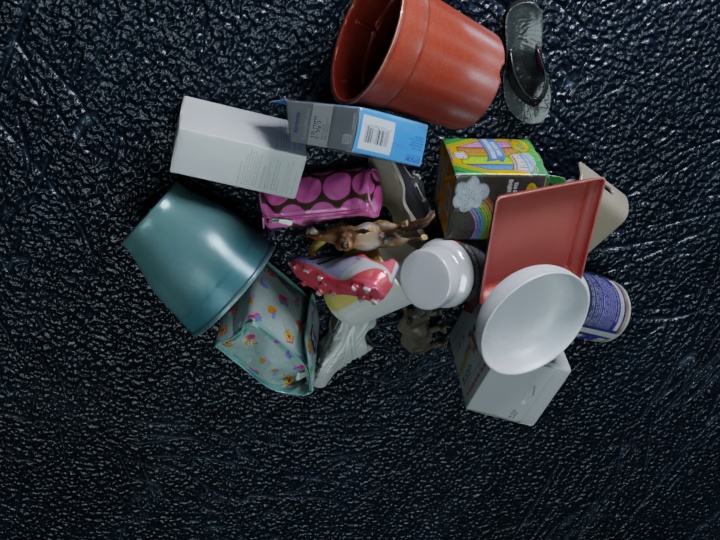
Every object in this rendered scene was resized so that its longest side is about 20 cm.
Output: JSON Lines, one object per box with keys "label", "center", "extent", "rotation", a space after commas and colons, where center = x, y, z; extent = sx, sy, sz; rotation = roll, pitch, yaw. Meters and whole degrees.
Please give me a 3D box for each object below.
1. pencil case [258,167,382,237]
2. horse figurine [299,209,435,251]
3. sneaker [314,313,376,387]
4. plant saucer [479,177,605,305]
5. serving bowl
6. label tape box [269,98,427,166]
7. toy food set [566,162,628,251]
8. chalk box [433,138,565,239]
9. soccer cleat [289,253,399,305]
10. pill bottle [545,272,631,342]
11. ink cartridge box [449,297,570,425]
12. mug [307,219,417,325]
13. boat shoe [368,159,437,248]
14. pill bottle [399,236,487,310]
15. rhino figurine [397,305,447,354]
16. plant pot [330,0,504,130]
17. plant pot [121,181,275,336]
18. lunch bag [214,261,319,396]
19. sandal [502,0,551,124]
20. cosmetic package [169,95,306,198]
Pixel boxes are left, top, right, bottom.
{"label": "pencil case", "center": [-0.063, -0.111, 1.369], "extent": [0.197, 0.094, 0.092], "rotation": [-8, 118, 8]}
{"label": "horse figurine", "center": [0.020, -0.057, 1.325], "extent": [0.197, 0.132, 0.051], "rotation": [-9, 94, -25]}
{"label": "sneaker", "center": [-0.028, 0.149, 1.588], "extent": [0.098, 0.078, 0.201], "rotation": [15, 124, -21]}
{"label": "plant saucer", "center": [0.278, -0.053, 1.344], "extent": [0.197, 0.037, 0.202], "rotation": [-12, 128, -20]}
{"label": "serving bowl", "center": [0.264, 0.069, 1.359], "extent": [0.197, 0.066, 0.202], "rotation": [-15, 130, -18]}
{"label": "label tape box", "center": [-0.023, -0.201, 1.232], "extent": [0.142, 0.198, 0.067], "rotation": [4, 98, -45]}
{"label": "toy food set", "center": [0.353, -0.083, 1.480], "extent": [0.142, 0.061, 0.200], "rotation": [25, 121, -36]}
{"label": "chalk box", "center": [0.229, -0.133, 1.384], "extent": [0.196, 0.125, 0.126], "rotation": [0, 126, -8]}
{"label": "soccer cleat", "center": [-0.028, 0.002, 1.364], "extent": [0.198, 0.077, 0.067], "rotation": [13, 144, 39]}
{"label": "pill bottle", "center": [0.380, 0.059, 1.507], "extent": [0.198, 0.116, 0.116], "rotation": [13, 126, -40]}
{"label": "ink cartridge box", "center": [0.265, 0.149, 1.541], "extent": [0.143, 0.201, 0.147], "rotation": [15, 123, -17]}
{"label": "mug", "center": [0.006, 0.002, 1.461], "extent": [0.152, 0.149, 0.188], "rotation": [-34, 93, 28]}
{"label": "boat shoe", "center": [0.074, -0.134, 1.418], "extent": [0.063, 0.072, 0.202], "rotation": [-44, 124, -28]}
{"label": "pill bottle", "center": [0.157, -0.003, 1.412], "extent": [0.199, 0.114, 0.115], "rotation": [-16, 144, -53]}
{"label": "rhino figurine", "center": [0.109, 0.098, 1.539], "extent": [0.086, 0.061, 0.201], "rotation": [-14, 153, 1]}
{"label": "plant pot", "center": [0.087, -0.302, 1.214], "extent": [0.193, 0.202, 0.202], "rotation": [16, 123, -27]}
{"label": "plant pot", "center": [-0.270, -0.033, 1.369], "extent": [0.200, 0.201, 0.188], "rotation": [-41, 105, 22]}
{"label": "lunch bag", "center": [-0.143, 0.104, 1.482], "extent": [0.121, 0.172, 0.200], "rotation": [-33, 123, 27]}
{"label": "sandal", "center": [0.253, -0.309, 1.303], "extent": [0.074, 0.048, 0.202], "rotation": [-14, 125, 4]}
{"label": "cosmetic package", "center": [-0.186, -0.189, 1.304], "extent": [0.197, 0.114, 0.082], "rotation": [11, 124, -12]}
